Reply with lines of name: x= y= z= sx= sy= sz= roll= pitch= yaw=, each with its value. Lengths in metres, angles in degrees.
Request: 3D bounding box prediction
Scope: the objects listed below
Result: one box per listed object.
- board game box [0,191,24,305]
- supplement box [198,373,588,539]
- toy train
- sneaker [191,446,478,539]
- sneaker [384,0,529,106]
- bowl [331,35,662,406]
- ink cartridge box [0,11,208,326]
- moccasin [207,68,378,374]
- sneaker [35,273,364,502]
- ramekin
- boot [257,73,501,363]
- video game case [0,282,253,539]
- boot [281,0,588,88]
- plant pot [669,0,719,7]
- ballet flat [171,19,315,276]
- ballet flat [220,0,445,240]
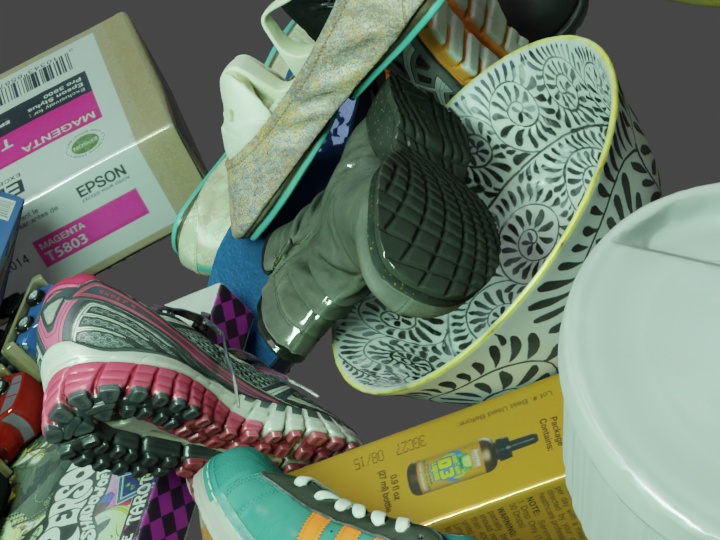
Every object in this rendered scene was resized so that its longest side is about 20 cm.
board game box: x=-0.233 y=0.068 z=1.003 sx=0.034 sy=0.136 sz=0.201 roll=17 pitch=43 yaw=-6
supplement box: x=0.029 y=0.115 z=0.849 sx=0.199 sy=0.069 sz=0.067 roll=-22 pitch=40 yaw=10
toy train: x=-0.188 y=0.076 z=0.968 sx=0.046 sy=0.034 sz=0.201 roll=-21 pitch=37 yaw=29
sneaker: x=0.011 y=0.128 z=0.754 sx=0.080 sy=0.071 sz=0.200 roll=-48 pitch=56 yaw=2
sneaker: x=0.042 y=-0.117 z=1.002 sx=0.077 sy=0.200 sz=0.079 roll=-14 pitch=43 yaw=35
bowl: x=0.083 y=-0.005 z=0.905 sx=0.201 sy=0.094 sz=0.201 roll=-42 pitch=27 yaw=27
ink cartridge box: x=-0.205 y=-0.060 z=1.173 sx=0.199 sy=0.075 sz=0.165 roll=-28 pitch=37 yaw=-2
moccasin: x=-0.024 y=-0.025 z=1.027 sx=0.080 sy=0.068 sz=0.201 roll=17 pitch=78 yaw=26
sneaker: x=-0.068 y=0.059 z=0.865 sx=0.080 sy=0.200 sz=0.075 roll=-32 pitch=53 yaw=22
ramekin: x=0.173 y=0.065 z=0.751 sx=0.201 sy=0.095 sz=0.203 roll=3 pitch=48 yaw=-3
boot: x=0.000 y=0.000 z=0.879 sx=0.131 sy=0.068 sz=0.200 roll=-52 pitch=16 yaw=22
video game case: x=-0.152 y=0.112 z=0.950 sx=0.181 sy=0.036 sz=0.201 roll=-21 pitch=37 yaw=33
boot: x=0.034 y=-0.176 z=1.056 sx=0.164 sy=0.200 sz=0.066 roll=-27 pitch=57 yaw=7
plant pot: x=0.221 y=-0.266 z=1.052 sx=0.199 sy=0.196 sz=0.195 roll=28 pitch=74 yaw=39
ballet flat: x=-0.045 y=-0.072 z=1.114 sx=0.062 sy=0.068 sz=0.201 roll=17 pitch=60 yaw=18
ballet flat: x=-0.030 y=-0.100 z=0.939 sx=0.200 sy=0.067 sz=0.068 roll=-50 pitch=11 yaw=31
